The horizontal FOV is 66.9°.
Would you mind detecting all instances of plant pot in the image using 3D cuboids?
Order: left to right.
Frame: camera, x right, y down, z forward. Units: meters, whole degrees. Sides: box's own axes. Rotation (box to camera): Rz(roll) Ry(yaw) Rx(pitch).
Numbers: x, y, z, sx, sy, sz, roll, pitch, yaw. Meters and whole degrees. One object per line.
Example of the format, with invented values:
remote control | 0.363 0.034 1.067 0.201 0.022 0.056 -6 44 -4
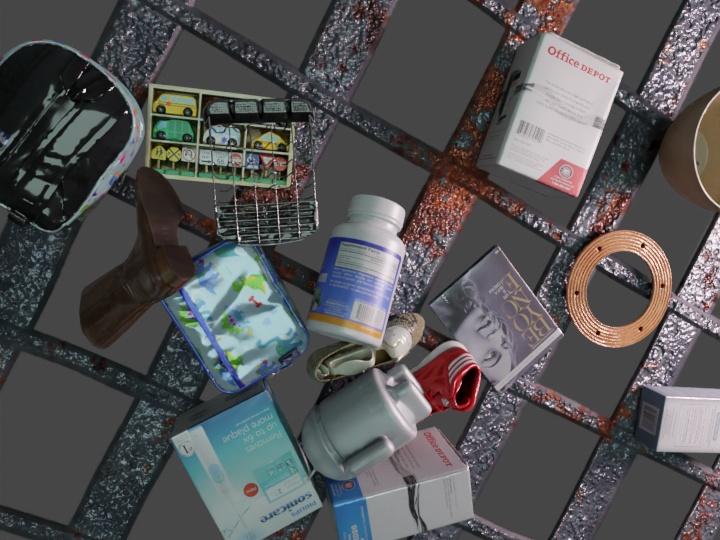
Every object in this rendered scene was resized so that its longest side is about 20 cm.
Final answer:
plant pot | 0.562 -0.188 0.866 0.199 0.134 0.201 -1 96 -12

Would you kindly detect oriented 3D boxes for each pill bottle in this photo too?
pill bottle | 0.000 0.000 0.776 0.112 0.112 0.201 17 79 -13

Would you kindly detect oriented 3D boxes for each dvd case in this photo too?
dvd case | 0.224 0.082 0.889 0.149 0.016 0.200 -40 103 -5

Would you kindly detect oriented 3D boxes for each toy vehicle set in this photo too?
toy vehicle set | -0.194 -0.184 0.764 0.199 0.027 0.125 3 96 -12

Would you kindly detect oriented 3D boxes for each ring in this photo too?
ring | 0.437 0.031 0.926 0.199 0.019 0.201 -2 98 -12

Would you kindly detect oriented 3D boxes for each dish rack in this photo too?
dish rack | -0.130 -0.134 0.735 0.153 0.055 0.201 -4 93 -10

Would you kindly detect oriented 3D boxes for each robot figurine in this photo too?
robot figurine | 0.000 0.217 0.772 0.200 0.170 0.113 -35 109 4

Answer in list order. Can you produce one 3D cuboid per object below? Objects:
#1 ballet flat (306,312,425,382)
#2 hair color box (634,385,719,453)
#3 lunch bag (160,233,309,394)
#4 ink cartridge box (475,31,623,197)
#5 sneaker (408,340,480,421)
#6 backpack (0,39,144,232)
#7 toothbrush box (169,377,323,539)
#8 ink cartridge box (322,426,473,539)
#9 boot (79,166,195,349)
ballet flat | 0.016 0.124 0.821 0.199 0.075 0.068 -20 102 -9
hair color box | 0.597 0.264 0.966 0.199 0.061 0.100 5 96 -12
lunch bag | -0.177 0.062 0.772 0.160 0.082 0.201 -28 100 -4
ink cartridge box | 0.284 -0.229 0.829 0.146 0.083 0.201 19 93 -14
sneaker | 0.096 0.194 0.822 0.078 0.116 0.200 43 90 -13
backpack | -0.369 -0.167 0.666 0.177 0.151 0.200 38 96 -16
toothbrush box | -0.164 0.279 0.798 0.146 0.085 0.201 -24 102 -8
ink cartridge box | 0.049 0.320 0.815 0.199 0.145 0.085 -11 100 -10
boot | -0.317 -0.015 0.730 0.200 0.064 0.187 -34 63 27
